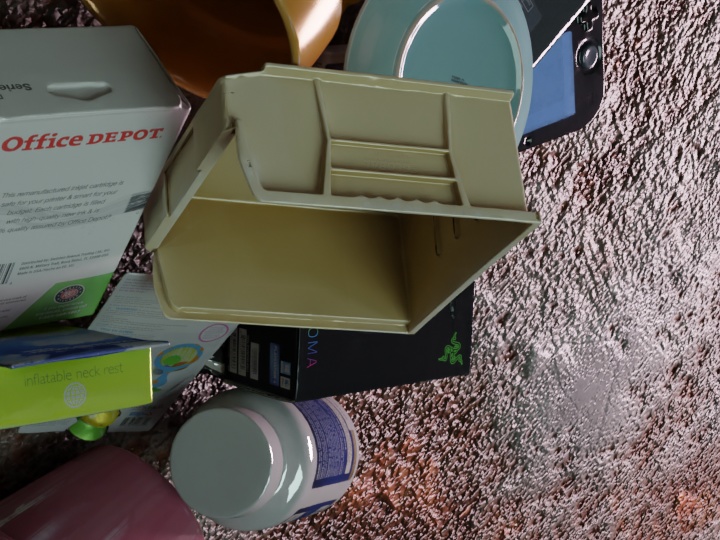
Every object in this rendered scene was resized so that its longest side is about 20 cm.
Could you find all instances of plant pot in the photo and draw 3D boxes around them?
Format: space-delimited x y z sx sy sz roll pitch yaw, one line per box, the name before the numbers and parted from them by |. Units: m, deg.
plant pot | -0.220 0.236 1.246 0.179 0.199 0.201 -44 143 -36
plant pot | -0.070 -0.237 1.046 0.184 0.199 0.201 -52 143 -26

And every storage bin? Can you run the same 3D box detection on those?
storage bin | -0.021 -0.040 1.065 0.197 0.094 0.200 3 158 -22

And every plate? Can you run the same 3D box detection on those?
plate | 0.068 -0.140 1.236 0.199 0.025 0.202 -10 105 -42

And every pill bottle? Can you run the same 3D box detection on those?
pill bottle | -0.078 0.147 1.312 0.111 0.111 0.200 -57 165 5

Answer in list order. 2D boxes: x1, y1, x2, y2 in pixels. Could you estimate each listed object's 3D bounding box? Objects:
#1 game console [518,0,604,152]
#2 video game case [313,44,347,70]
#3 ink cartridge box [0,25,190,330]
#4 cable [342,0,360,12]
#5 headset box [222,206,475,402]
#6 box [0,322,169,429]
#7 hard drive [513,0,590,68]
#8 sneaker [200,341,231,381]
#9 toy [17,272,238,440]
game console | 0.129 -0.184 1.362 0.199 0.031 0.178 -22 122 -36
video game case | 0.004 -0.090 1.345 0.143 0.018 0.201 -10 124 -39
ink cartridge box | -0.216 -0.056 1.059 0.145 0.084 0.200 -9 143 -40
cable | -0.047 -0.172 1.208 0.097 0.050 0.201 7 113 -49
headset box | 0.000 0.000 1.282 0.199 0.093 0.175 -4 101 -42
box | -0.228 0.065 1.091 0.121 0.199 0.048 -8 99 -41
hard drive | 0.115 -0.227 1.299 0.200 0.033 0.140 -49 128 -18
sneaker | -0.079 0.047 1.333 0.199 0.074 0.080 -1 104 -47
toy | -0.167 0.052 1.216 0.115 0.047 0.200 4 138 -36
